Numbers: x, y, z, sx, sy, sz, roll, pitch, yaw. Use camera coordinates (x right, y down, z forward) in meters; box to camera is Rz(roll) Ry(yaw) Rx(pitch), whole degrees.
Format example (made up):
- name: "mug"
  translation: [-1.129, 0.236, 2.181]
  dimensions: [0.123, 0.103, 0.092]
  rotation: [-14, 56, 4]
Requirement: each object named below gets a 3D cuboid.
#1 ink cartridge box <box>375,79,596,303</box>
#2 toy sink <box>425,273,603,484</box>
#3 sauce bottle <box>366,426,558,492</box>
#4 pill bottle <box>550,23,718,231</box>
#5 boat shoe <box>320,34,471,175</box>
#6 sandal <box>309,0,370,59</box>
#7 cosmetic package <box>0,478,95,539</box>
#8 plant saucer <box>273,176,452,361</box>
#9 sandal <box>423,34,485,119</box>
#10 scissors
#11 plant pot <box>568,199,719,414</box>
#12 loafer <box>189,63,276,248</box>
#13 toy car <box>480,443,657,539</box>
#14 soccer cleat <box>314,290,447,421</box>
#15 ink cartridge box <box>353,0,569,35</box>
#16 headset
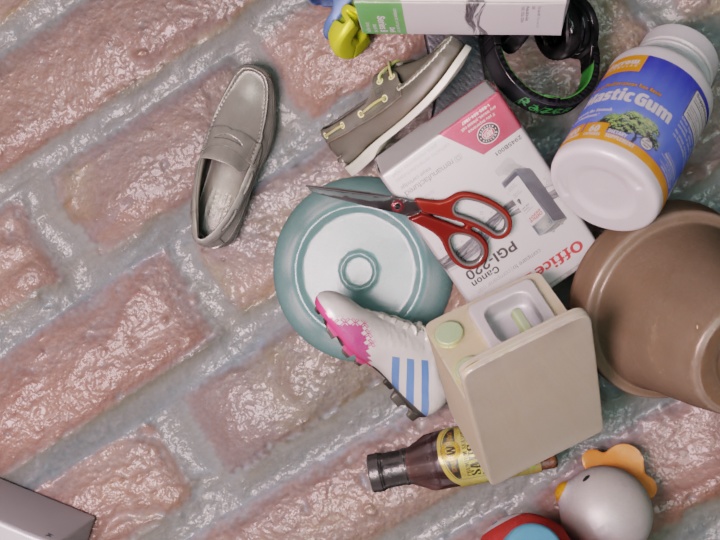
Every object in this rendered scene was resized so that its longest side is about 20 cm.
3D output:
- name: "ink cartridge box"
  translation: [0.129, -0.065, 1.139]
  dimensions: [0.145, 0.085, 0.201]
  rotation: [-35, 107, 8]
- name: "toy sink"
  translation: [0.146, 0.090, 1.089]
  dimensions: [0.129, 0.201, 0.112]
  rotation: [-26, 49, -4]
- name: "sauce bottle"
  translation: [0.106, 0.197, 1.189]
  dimensions: [0.198, 0.066, 0.067]
  rotation: [-14, 91, 6]
- name: "pill bottle"
  translation: [0.273, -0.145, 1.094]
  dimensions: [0.111, 0.112, 0.201]
  rotation: [31, 62, 4]
- name: "boat shoe"
  translation: [0.032, -0.173, 1.138]
  dimensions: [0.060, 0.072, 0.201]
  rotation: [45, 132, -5]
- name: "sandal"
  translation: [0.012, -0.323, 1.172]
  dimensions: [0.087, 0.079, 0.200]
  rotation: [40, 92, 20]
- name: "cosmetic package"
  translation: [-0.426, 0.338, 1.232]
  dimensions: [0.198, 0.123, 0.202]
  rotation: [20, 96, 6]
- name: "plant saucer"
  translation: [0.000, 0.000, 1.207]
  dimensions: [0.198, 0.036, 0.202]
  rotation: [0, 93, 6]
- name: "sandal"
  translation: [0.104, -0.176, 1.182]
  dimensions: [0.075, 0.043, 0.203]
  rotation: [-2, 96, -1]
- name: "scissors"
  translation: [0.050, -0.066, 1.088]
  dimensions: [0.199, 0.014, 0.074]
  rotation: [26, 108, -7]
- name: "plant pot"
  translation: [0.323, 0.051, 1.069]
  dimensions: [0.198, 0.175, 0.202]
  rotation: [-5, 109, -15]
- name: "loafer"
  translation: [-0.136, -0.121, 1.201]
  dimensions: [0.069, 0.070, 0.202]
  rotation: [13, 94, 6]
- name: "toy car"
  translation: [0.224, 0.261, 1.150]
  dimensions: [0.176, 0.185, 0.201]
  rotation: [25, 66, 6]
- name: "soccer cleat"
  translation: [0.033, 0.071, 1.160]
  dimensions: [0.086, 0.070, 0.200]
  rotation: [-40, 123, 5]
- name: "ink cartridge box"
  translation: [0.098, -0.303, 1.066]
  dimensions: [0.198, 0.084, 0.148]
  rotation: [3, 79, 7]
- name: "headset"
  translation: [0.184, -0.257, 1.129]
  dimensions: [0.122, 0.094, 0.202]
  rotation: [5, 68, -21]
